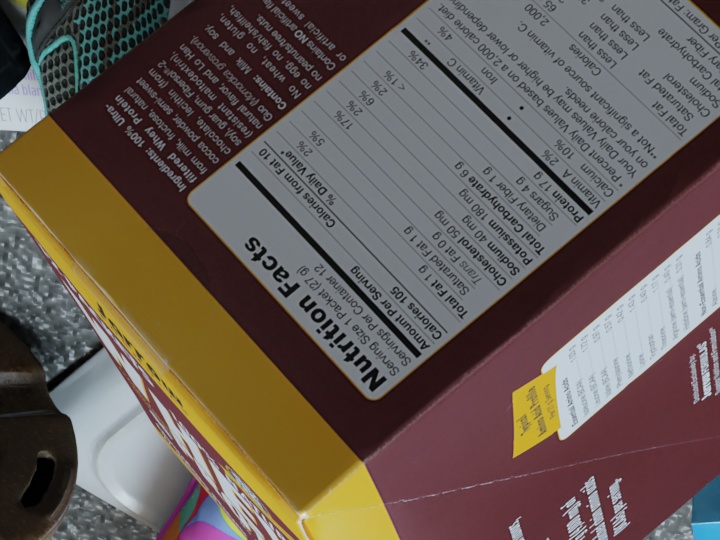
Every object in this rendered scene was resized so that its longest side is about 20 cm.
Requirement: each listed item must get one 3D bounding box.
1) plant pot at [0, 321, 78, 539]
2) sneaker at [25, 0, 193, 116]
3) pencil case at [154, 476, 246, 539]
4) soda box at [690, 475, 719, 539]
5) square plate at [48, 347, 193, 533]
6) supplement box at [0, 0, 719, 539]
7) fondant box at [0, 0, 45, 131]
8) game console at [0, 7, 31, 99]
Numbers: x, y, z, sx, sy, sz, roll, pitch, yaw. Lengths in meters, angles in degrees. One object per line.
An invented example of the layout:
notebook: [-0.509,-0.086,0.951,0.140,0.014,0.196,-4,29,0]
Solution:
plant pot: [-0.221,0.112,0.961,0.200,0.200,0.198,30,124,-16]
sneaker: [-0.063,-0.079,0.737,0.091,0.078,0.200,27,118,23]
pencil case: [-0.036,0.103,0.937,0.088,0.088,0.200,20,134,-8]
soda box: [0.229,0.088,0.922,0.200,0.068,0.064,-4,132,15]
square plate: [-0.012,0.077,0.988,0.200,0.028,0.198,36,129,-20]
supplement box: [0.036,-0.005,0.689,0.200,0.133,0.197,-39,154,-9]
fondant box: [-0.063,-0.134,0.781,0.144,0.058,0.200,3,132,8]
game console: [-0.203,-0.108,0.744,0.171,0.118,0.200,-15,115,41]
